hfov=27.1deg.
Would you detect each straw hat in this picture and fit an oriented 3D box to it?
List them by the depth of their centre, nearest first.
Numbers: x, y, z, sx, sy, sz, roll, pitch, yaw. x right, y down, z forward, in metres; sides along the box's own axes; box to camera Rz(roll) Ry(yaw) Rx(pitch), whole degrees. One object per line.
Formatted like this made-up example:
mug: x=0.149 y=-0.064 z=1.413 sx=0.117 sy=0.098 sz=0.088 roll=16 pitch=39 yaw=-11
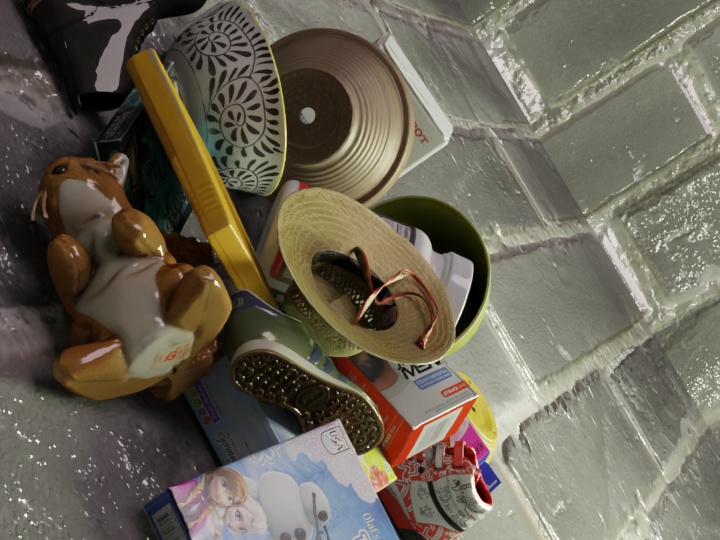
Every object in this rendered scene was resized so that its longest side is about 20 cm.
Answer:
straw hat: x=-0.017 y=0.030 z=1.332 sx=0.200 sy=0.085 sz=0.203 roll=29 pitch=36 yaw=-24

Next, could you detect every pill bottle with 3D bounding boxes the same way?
pill bottle: x=0.000 y=0.000 z=1.444 sx=0.198 sy=0.117 sz=0.116 roll=21 pitch=27 yaw=-8

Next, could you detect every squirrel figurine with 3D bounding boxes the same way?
squirrel figurine: x=-0.192 y=0.002 z=1.205 sx=0.187 sy=0.141 sz=0.200 roll=54 pitch=1 yaw=24

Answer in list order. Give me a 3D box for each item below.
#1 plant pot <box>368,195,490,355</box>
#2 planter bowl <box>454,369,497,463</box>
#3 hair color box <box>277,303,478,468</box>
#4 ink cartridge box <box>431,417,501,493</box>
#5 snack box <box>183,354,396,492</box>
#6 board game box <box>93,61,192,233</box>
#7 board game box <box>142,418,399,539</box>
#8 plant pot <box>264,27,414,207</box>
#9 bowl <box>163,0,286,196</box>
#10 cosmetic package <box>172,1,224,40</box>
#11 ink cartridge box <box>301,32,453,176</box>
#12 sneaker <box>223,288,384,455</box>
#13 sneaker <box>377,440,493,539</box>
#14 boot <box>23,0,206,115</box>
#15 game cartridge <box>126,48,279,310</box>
plant pot: x=0.073 y=0.031 z=1.763 sx=0.189 sy=0.185 sz=0.200 roll=63 pitch=4 yaw=18
planter bowl: x=0.099 y=0.174 z=1.703 sx=0.201 sy=0.083 sz=0.201 roll=49 pitch=21 yaw=-26
hair color box: x=0.009 y=0.090 z=1.493 sx=0.200 sy=0.064 sz=0.110 roll=44 pitch=39 yaw=22
ink cartridge box: x=0.071 y=0.181 z=1.608 sx=0.201 sy=0.094 sz=0.037 roll=55 pitch=-20 yaw=-12
snack box: x=-0.061 y=0.148 z=1.356 sx=0.170 sy=0.067 sz=0.200 roll=61 pitch=18 yaw=8
board game box: x=-0.191 y=-0.095 z=1.372 sx=0.201 sy=0.028 sz=0.137 roll=-76 pitch=158 yaw=-62
board game box: x=-0.047 y=0.238 z=1.176 sx=0.198 sy=0.043 sz=0.202 roll=-16 pitch=75 yaw=-49
plant pot: x=-0.046 y=-0.157 z=1.567 sx=0.202 sy=0.199 sz=0.093 roll=59 pitch=8 yaw=5
bowl: x=-0.157 y=-0.167 z=1.520 sx=0.093 sy=0.201 sz=0.203 roll=-12 pitch=63 yaw=-23
cosmetic package: x=-0.127 y=-0.192 z=1.679 sx=0.201 sy=0.071 sz=0.101 roll=58 pitch=-3 yaw=-3
ink cartridge box: x=-0.008 y=-0.166 z=1.783 sx=0.145 sy=0.199 sz=0.084 roll=54 pitch=19 yaw=-10
sneaker: x=-0.050 y=0.082 z=1.281 sx=0.200 sy=0.067 sz=0.091 roll=40 pitch=23 yaw=-46
sneaker: x=0.052 y=0.186 z=1.521 sx=0.202 sy=0.107 sz=0.067 roll=54 pitch=18 yaw=-11
boot: x=-0.221 y=-0.221 z=1.464 sx=0.198 sy=0.077 sz=0.140 roll=-14 pitch=74 yaw=-33
game cartridge: x=-0.135 y=-0.068 z=1.298 sx=0.177 sy=0.032 sz=0.202 roll=67 pitch=-2 yaw=-59
